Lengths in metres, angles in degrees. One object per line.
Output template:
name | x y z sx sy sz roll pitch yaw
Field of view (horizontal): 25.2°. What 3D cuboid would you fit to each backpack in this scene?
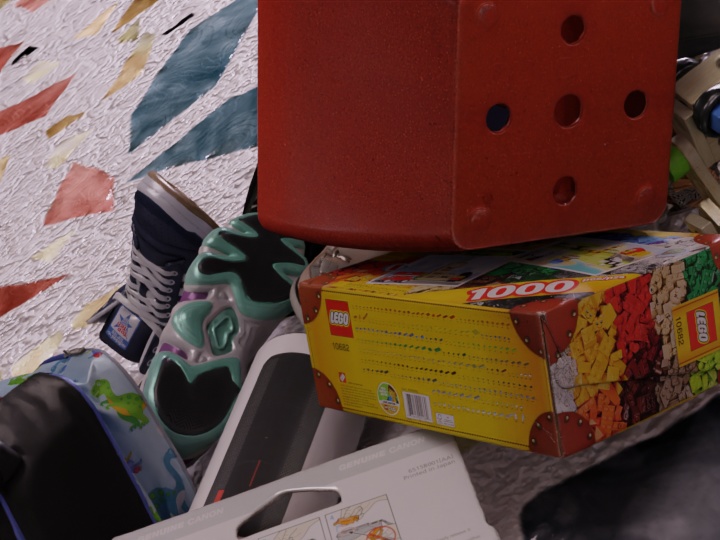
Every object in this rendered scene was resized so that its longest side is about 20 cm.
backpack | -0.196 0.145 0.977 0.200 0.183 0.147 -9 24 50

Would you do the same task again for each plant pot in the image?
plant pot | 0.068 -0.104 0.890 0.199 0.200 0.176 -8 20 -25

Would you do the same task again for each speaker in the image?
speaker | -0.054 0.132 0.940 0.081 0.081 0.200 -17 33 32

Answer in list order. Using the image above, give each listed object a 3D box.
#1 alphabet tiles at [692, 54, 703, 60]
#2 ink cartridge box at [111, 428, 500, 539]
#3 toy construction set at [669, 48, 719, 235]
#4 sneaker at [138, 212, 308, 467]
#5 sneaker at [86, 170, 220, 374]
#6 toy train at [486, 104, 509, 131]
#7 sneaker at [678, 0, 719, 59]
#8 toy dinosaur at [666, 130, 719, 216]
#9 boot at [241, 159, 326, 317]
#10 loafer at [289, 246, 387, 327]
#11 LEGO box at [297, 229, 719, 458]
alphabet tiles | 0.150 -0.118 1.170 0.200 0.006 0.166 -47 29 -20
ink cartridge box | -0.021 0.175 0.807 0.200 0.044 0.174 -19 35 -1
toy construction set | 0.237 -0.081 0.898 0.200 0.131 0.092 -48 44 -14
sneaker | -0.110 0.060 1.091 0.200 0.078 0.140 -61 5 -38
sneaker | -0.150 0.007 1.166 0.109 0.070 0.200 -46 -15 -11
toy train | 0.053 -0.112 1.030 0.200 0.114 0.087 -69 24 7
sneaker | 0.239 -0.214 1.147 0.106 0.075 0.200 -9 47 34
toy dinosaur | 0.155 -0.088 1.039 0.200 0.102 0.136 19 75 34
boot | -0.044 -0.086 1.185 0.158 0.079 0.211 -107 31 -66
loafer | 0.000 0.000 1.036 0.063 0.072 0.200 -61 5 13
LEGO box | 0.086 0.030 0.880 0.149 0.077 0.200 -19 15 -36
